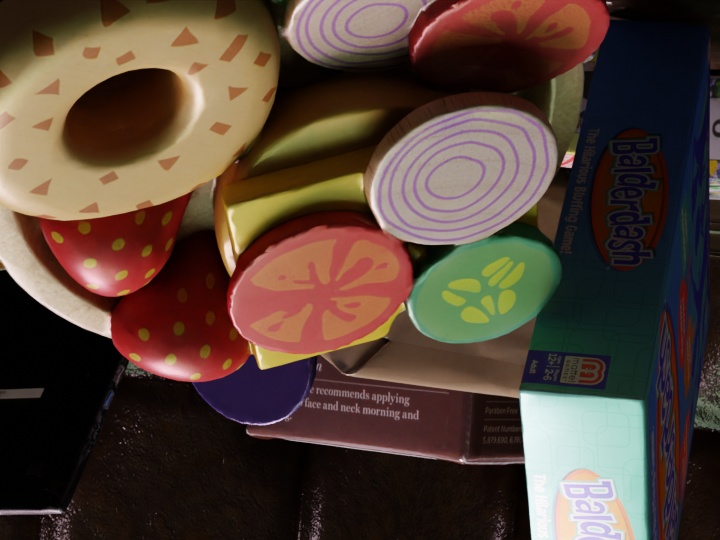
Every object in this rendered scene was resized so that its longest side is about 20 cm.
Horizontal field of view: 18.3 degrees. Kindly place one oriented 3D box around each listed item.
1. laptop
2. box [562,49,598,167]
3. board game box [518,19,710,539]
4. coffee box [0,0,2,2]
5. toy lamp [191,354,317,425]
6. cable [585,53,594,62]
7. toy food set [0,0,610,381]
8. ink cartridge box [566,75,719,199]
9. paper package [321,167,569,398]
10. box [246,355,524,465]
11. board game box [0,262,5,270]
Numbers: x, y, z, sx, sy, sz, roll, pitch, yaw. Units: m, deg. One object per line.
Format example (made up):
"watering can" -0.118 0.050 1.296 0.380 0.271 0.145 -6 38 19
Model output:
"laptop" -0.136 0.045 0.908 0.176 0.201 0.104 -5 136 28
"box" 0.010 -0.077 0.932 0.198 0.051 0.075 5 178 -5
"board game box" 0.099 0.028 0.826 0.045 0.153 0.201 4 -136 13
"coffee box" -0.121 -0.075 0.789 0.112 0.081 0.199 4 180 -30
"toy lamp" 0.000 0.000 0.859 0.058 0.059 0.200 5 -158 24
"cable" -0.005 -0.069 0.863 0.198 0.051 0.097 -4 170 28
"toy food set" -0.020 -0.037 0.679 0.196 0.049 0.201 -15 140 -4
"ink cartridge box" 0.205 -0.057 1.016 0.199 0.051 0.108 6 179 43
"paper package" 0.036 -0.019 1.104 0.189 0.104 0.200 9 -167 -30
"box" 0.048 0.009 1.341 0.165 0.202 0.164 5 179 37
"board game box" -0.076 -0.023 0.820 0.198 0.030 0.095 -8 -173 24
